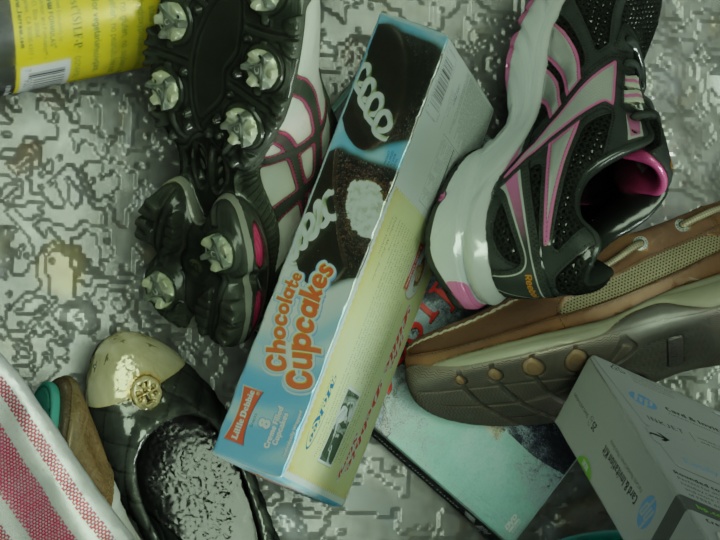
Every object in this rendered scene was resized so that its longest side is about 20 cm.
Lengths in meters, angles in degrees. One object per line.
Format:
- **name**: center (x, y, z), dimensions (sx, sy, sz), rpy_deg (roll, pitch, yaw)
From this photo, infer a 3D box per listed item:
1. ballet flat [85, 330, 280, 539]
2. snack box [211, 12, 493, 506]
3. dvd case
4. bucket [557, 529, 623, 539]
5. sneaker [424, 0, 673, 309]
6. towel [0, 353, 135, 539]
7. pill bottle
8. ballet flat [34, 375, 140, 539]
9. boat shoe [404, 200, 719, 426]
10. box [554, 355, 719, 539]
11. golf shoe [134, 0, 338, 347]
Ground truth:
- **ballet flat**: center (-0.066, 0.118, 1.058), dimensions (0.066, 0.057, 0.201), rpy_deg (-27, 96, -15)
- **snack box**: center (0.000, 0.000, 1.026), dimensions (0.037, 0.116, 0.201), rpy_deg (19, 83, 16)
- **dvd case**: center (0.040, 0.013, 1.108), dimensions (0.200, 0.022, 0.146), rpy_deg (42, 79, -10)
- **bucket**: center (0.120, 0.218, 1.046), dimensions (0.205, 0.135, 0.209), rpy_deg (0, 92, 1)
- **sneaker**: center (0.109, -0.058, 1.065), dimensions (0.201, 0.086, 0.081), rpy_deg (-66, 145, -28)
- **towel**: center (-0.201, 0.134, 0.983), dimensions (0.200, 0.030, 0.147), rpy_deg (-37, 94, 3)
- **pill bottle**: center (-0.091, -0.147, 1.026), dimensions (0.199, 0.111, 0.112), rpy_deg (-13, 93, -16)
- **ballet flat**: center (-0.135, 0.150, 1.035), dimensions (0.072, 0.068, 0.201), rpy_deg (17, 88, -20)
- **boat shoe**: center (0.113, 0.017, 1.089), dimensions (0.198, 0.076, 0.072), rpy_deg (-14, 60, -7)
- **box**: center (0.178, 0.118, 0.984), dimensions (0.155, 0.200, 0.041), rpy_deg (24, 106, -19)
- **golf shoe**: center (-0.044, -0.067, 1.005), dimensions (0.088, 0.077, 0.201), rpy_deg (-26, 138, -45)
